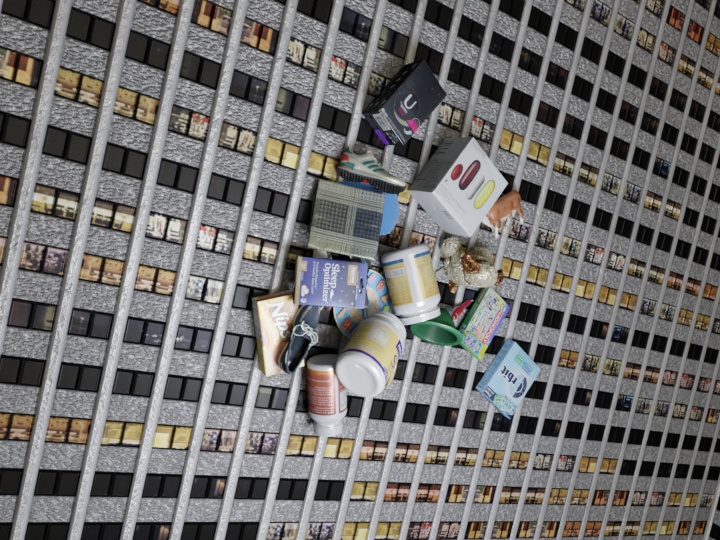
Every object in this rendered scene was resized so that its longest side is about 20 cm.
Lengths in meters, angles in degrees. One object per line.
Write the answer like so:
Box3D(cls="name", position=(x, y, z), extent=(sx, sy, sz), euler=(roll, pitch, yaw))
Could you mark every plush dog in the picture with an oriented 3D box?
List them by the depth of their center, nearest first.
Box3D(cls="plush dog", position=(0.333, 0.000, 1.775), extent=(0.196, 0.171, 0.165), euler=(17, 91, -29))

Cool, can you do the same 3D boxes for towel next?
Box3D(cls="towel", position=(-0.039, -0.134, 1.584), extent=(0.194, 0.035, 0.199), euler=(12, 76, -10))

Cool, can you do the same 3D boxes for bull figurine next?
Box3D(cls="bull figurine", position=(0.430, -0.177, 1.860), extent=(0.196, 0.065, 0.125), euler=(-26, 113, -19))

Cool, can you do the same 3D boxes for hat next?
Box3D(cls="hat", position=(0.246, 0.117, 1.797), extent=(0.201, 0.161, 0.181), euler=(67, 36, -61))

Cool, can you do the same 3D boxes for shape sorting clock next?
Box3D(cls="shape sorting clock", position=(0.009, 0.099, 1.696), extent=(0.195, 0.039, 0.207), euler=(-5, 101, -27))

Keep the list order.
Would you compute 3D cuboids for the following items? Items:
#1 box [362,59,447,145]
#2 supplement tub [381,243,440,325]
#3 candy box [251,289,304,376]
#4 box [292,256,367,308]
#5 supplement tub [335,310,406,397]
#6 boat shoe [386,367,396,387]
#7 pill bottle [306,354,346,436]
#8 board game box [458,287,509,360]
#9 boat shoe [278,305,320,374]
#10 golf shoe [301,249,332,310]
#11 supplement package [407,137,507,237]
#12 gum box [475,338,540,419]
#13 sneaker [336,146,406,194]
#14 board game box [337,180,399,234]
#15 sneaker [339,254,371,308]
Box3D(cls="box", position=(0.121, -0.456, 1.627), extent=(0.201, 0.105, 0.122), euler=(-50, 117, -12))
Box3D(cls="supplement tub", position=(0.146, 0.038, 1.679), extent=(0.141, 0.144, 0.206), euler=(-14, 92, -24))
Box3D(cls="candy box", position=(-0.218, 0.164, 1.577), extent=(0.113, 0.055, 0.207), euler=(-11, 103, -28))
Box3D(cls="box", position=(-0.075, 0.033, 1.550), extent=(0.194, 0.032, 0.125), euler=(5, 89, -16))
Box3D(cls="supplement tub", position=(0.033, 0.220, 1.596), extent=(0.148, 0.142, 0.201), euler=(60, 40, -22))
Box3D(cls="boat shoe", position=(0.076, 0.242, 1.744), extent=(0.070, 0.072, 0.206), euler=(9, 111, 2))
Box3D(cls="pill bottle", position=(-0.092, 0.344, 1.641), extent=(0.109, 0.111, 0.207), euler=(-5, 101, -26))
Box3D(cls="board game box", position=(0.390, 0.167, 1.904), extent=(0.134, 0.029, 0.203), euler=(37, 80, -35))
Box3D(cls="boat shoe", position=(-0.152, 0.172, 1.549), extent=(0.074, 0.061, 0.204), euler=(34, 77, -26))
Box3D(cls="golf shoe", position=(-0.119, 0.011, 1.596), extent=(0.085, 0.077, 0.207), euler=(-5, 100, -18))
Box3D(cls="supplement package", position=(0.282, -0.243, 1.723), extent=(0.191, 0.146, 0.202), euler=(42, 80, -26))
Box3D(cls="gum box", position=(0.498, 0.364, 1.993), extent=(0.170, 0.044, 0.202), euler=(43, 79, -27))
Box3D(cls="sneaker", position=(0.037, -0.276, 1.599), extent=(0.194, 0.071, 0.096), euler=(17, 74, 4))
Box3D(cls="board game box", position=(0.009, -0.170, 1.641), extent=(0.194, 0.039, 0.163), euler=(-10, 87, -8))
Box3D(cls="sneaker", position=(0.000, 0.000, 1.634), extent=(0.077, 0.075, 0.206), euler=(-12, 88, -28))
